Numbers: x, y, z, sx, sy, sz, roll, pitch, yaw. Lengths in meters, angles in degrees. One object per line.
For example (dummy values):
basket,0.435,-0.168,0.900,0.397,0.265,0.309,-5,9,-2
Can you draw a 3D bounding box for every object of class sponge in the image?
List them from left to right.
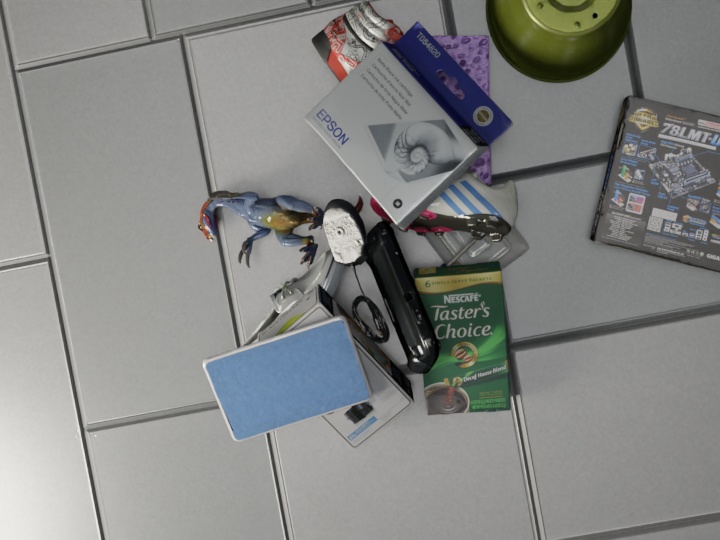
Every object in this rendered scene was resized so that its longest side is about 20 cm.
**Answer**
sponge,0.122,-0.216,1.614,0.109,0.030,0.204,-1,93,5

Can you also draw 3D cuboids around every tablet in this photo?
tablet,-0.094,0.142,1.551,0.197,0.014,0.132,-18,113,4

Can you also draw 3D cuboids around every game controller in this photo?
game controller,0.054,0.037,1.576,0.041,0.105,0.203,-18,72,-9

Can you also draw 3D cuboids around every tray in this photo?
tray,0.129,-0.074,1.605,0.107,0.022,0.201,-37,99,14

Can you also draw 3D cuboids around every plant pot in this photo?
plant pot,0.261,-0.351,1.513,0.197,0.193,0.204,0,93,4

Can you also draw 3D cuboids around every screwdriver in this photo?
screwdriver,0.125,-0.018,1.595,0.029,0.028,0.200,26,121,-28

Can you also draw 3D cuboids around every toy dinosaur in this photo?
toy dinosaur,-0.129,-0.066,1.634,0.180,0.198,0.107,24,115,36

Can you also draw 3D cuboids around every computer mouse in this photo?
computer mouse,0.000,0.000,1.581,0.058,0.034,0.203,-12,99,31

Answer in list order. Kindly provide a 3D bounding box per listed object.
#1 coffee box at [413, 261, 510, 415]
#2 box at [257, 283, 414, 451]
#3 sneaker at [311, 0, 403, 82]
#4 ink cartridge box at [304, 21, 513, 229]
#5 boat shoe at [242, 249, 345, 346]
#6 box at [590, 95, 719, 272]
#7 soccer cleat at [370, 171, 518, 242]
coffee box,0.137,0.093,1.600,0.121,0.044,0.204,-3,107,5
box,-0.034,0.131,1.591,0.116,0.060,0.200,-37,110,12
sneaker,0.031,-0.264,1.600,0.107,0.067,0.203,-37,87,8
ink cartridge box,0.061,-0.192,1.528,0.200,0.041,0.200,-43,74,4
boat shoe,-0.093,0.050,1.618,0.066,0.074,0.202,30,96,-16
box,0.426,-0.113,1.585,0.197,0.050,0.202,13,93,4
soccer cleat,0.113,-0.092,1.563,0.197,0.070,0.087,10,63,18
